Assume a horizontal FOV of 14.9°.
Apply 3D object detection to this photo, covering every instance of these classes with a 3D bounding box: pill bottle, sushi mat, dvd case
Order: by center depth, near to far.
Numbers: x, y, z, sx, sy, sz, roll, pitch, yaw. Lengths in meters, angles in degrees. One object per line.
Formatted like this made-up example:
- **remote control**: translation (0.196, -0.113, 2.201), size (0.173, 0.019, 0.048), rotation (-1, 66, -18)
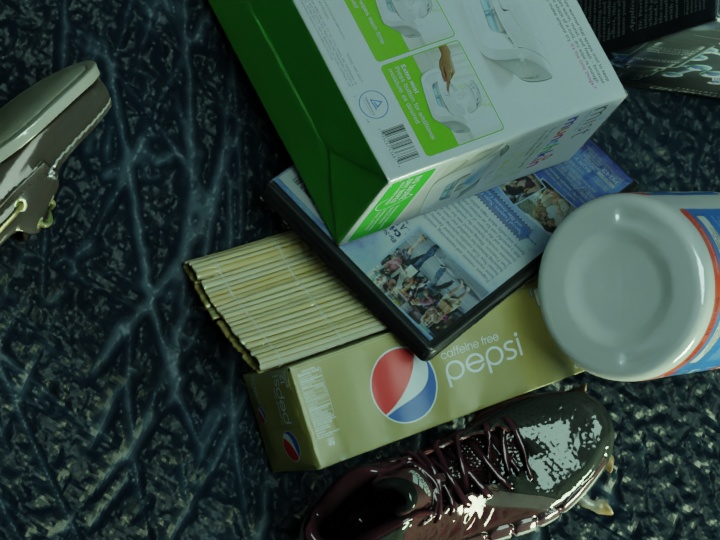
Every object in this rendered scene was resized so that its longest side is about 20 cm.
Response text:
- **sushi mat**: translation (0.000, 0.000, 1.639), size (0.200, 0.012, 0.096), rotation (-18, 53, -28)
- **dvd case**: translation (0.057, -0.048, 1.657), size (0.143, 0.018, 0.200), rotation (46, 56, 11)
- **pill bottle**: translation (0.197, 0.007, 1.676), size (0.200, 0.112, 0.112), rotation (-3, 84, -60)

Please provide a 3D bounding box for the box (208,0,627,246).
- **box**: translation (0.029, -0.144, 1.624), size (0.176, 0.097, 0.200), rotation (-22, 75, -29)

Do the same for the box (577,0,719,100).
- **box**: translation (0.227, -0.178, 1.701), size (0.148, 0.200, 0.107), rotation (6, 82, -25)

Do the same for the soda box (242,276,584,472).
- **soda box**: translation (0.035, 0.061, 1.650), size (0.200, 0.068, 0.064), rotation (-18, 93, -28)

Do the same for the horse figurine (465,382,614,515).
- **horse figurine**: translation (0.083, 0.160, 1.667), size (0.132, 0.050, 0.200), rotation (12, 87, -8)

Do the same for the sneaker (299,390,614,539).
- **sneaker**: translation (0.055, 0.125, 1.586), size (0.200, 0.116, 0.076), rotation (-27, 77, 0)

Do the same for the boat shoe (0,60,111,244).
- **boat shoe**: translation (-0.209, -0.036, 1.537), size (0.200, 0.072, 0.060), rotation (-46, 111, -20)
